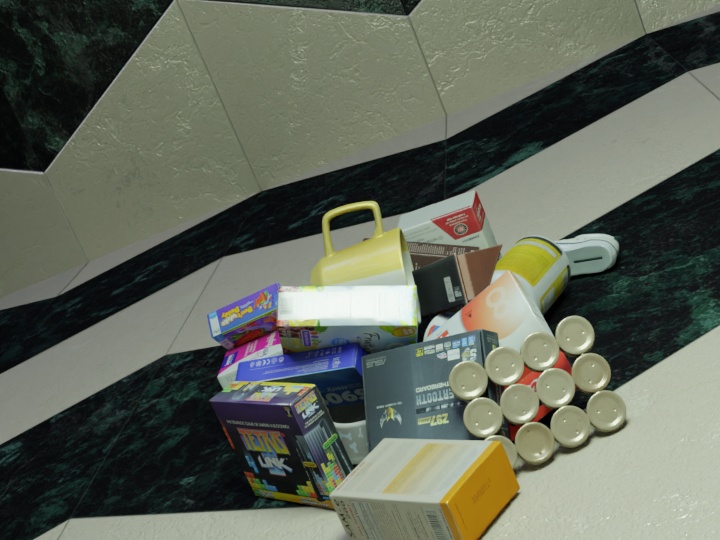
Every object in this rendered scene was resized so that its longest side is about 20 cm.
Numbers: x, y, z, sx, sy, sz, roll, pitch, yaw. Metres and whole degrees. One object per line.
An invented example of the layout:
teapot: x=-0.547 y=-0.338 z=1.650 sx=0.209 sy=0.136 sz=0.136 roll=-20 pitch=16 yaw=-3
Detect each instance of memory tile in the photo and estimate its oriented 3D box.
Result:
memory tile: x=0.221 y=0.158 z=1.424 sx=0.198 sy=0.155 sz=0.017 roll=-21 pitch=-16 yaw=-3

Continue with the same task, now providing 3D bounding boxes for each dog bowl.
dog bowl: x=0.033 y=0.205 z=1.685 sx=0.198 sy=0.059 sz=0.200 roll=-23 pitch=16 yaw=7

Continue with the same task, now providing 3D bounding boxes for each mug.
mug: x=0.003 y=0.008 z=1.763 sx=0.151 sy=0.189 sz=0.150 roll=-13 pitch=-22 yaw=9

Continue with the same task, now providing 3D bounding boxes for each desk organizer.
desk organizer: x=0.147 y=0.015 z=1.679 sx=0.076 sy=0.073 sz=0.200 roll=-13 pitch=-4 yaw=-16

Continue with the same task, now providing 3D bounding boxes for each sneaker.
sneaker: x=0.349 y=-0.021 z=1.946 sx=0.198 sy=0.074 sz=0.071 roll=-2 pitch=16 yaw=32

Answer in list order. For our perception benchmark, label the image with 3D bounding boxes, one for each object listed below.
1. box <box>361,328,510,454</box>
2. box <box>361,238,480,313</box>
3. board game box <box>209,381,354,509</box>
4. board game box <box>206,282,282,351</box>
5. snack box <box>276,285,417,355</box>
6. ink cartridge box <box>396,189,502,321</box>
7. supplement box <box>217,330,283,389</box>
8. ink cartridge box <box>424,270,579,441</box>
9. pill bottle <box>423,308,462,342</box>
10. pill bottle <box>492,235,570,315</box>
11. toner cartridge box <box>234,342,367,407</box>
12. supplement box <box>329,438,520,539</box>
box: x=0.097 y=0.175 z=1.510 sx=0.198 sy=0.160 sz=0.051 roll=-15 pitch=-18 yaw=34
box: x=0.094 y=0.011 z=1.859 sx=0.197 sy=0.102 sz=0.075 roll=5 pitch=18 yaw=5
board game box: x=-0.106 y=0.240 z=1.582 sx=0.057 sy=0.167 sz=0.199 roll=-36 pitch=19 yaw=-36
board game box: x=-0.151 y=0.103 z=1.910 sx=0.133 sy=0.200 sz=0.045 roll=-24 pitch=59 yaw=12
snack box: x=-0.017 y=0.083 z=1.646 sx=0.197 sy=0.069 sz=0.169 roll=-2 pitch=-24 yaw=1
ink cartridge box: x=0.162 y=-0.012 z=1.930 sx=0.143 sy=0.202 sz=0.084 roll=-18 pitch=20 yaw=17
supplement box: x=-0.116 y=0.156 z=1.831 sx=0.198 sy=0.104 sz=0.101 roll=-24 pitch=17 yaw=10
ink cartridge box: x=0.182 y=0.121 z=1.512 sx=0.162 sy=0.050 sz=0.201 roll=-41 pitch=40 yaw=17
pill bottle: x=0.186 y=0.118 z=1.642 sx=0.112 sy=0.113 sz=0.199 roll=-31 pitch=19 yaw=-25
pill bottle: x=0.250 y=0.034 z=1.812 sx=0.111 sy=0.113 sz=0.200 roll=-10 pitch=21 yaw=39
toner cartridge box: x=-0.075 y=0.161 z=1.661 sx=0.197 sy=0.095 sz=0.044 roll=-11 pitch=49 yaw=24
supplement box: x=0.076 y=0.270 z=1.389 sx=0.198 sy=0.074 sz=0.126 roll=-7 pitch=24 yaw=46
